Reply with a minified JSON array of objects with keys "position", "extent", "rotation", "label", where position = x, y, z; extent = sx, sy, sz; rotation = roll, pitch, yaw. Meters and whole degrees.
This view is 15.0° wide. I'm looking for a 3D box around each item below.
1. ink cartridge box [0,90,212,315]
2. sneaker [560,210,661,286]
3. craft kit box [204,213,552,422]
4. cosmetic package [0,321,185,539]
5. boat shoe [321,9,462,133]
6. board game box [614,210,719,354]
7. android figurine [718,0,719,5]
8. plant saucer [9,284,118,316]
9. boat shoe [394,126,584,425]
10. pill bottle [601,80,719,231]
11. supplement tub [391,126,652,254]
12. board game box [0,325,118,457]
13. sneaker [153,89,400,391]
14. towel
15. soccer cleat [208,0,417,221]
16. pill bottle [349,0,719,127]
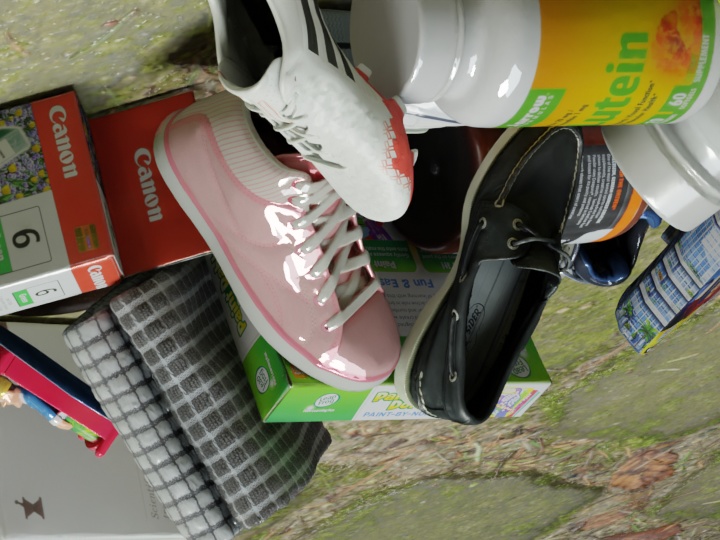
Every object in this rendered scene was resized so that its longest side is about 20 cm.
[{"position":[-0.185,-0.041,1.601],"extent":[0.198,0.110,0.050],"rotation":[-15,161,-1],"label":"ink cartridge box"},{"position":[0.150,-0.023,1.900],"extent":[0.076,0.086,0.200],"rotation":[2,153,-22],"label":"sneaker"},{"position":[0.000,0.000,1.703],"extent":[0.199,0.198,0.049],"rotation":[2,141,-35],"label":"craft kit box"},{"position":[-0.250,0.151,1.954],"extent":[0.164,0.166,0.200],"rotation":[3,153,-40],"label":"cosmetic package"},{"position":[0.021,-0.118,1.621],"extent":[0.198,0.074,0.067],"rotation":[7,155,-19],"label":"boat shoe"},{"position":[0.272,-0.058,1.853],"extent":[0.200,0.062,0.200],"rotation":[-35,167,-41],"label":"board game box"},{"position":[0.301,-0.170,1.539],"extent":[0.199,0.183,0.041],"rotation":[-21,-172,5],"label":"android figurine"},{"position":[-0.184,-0.016,1.766],"extent":[0.199,0.037,0.201],"rotation":[-13,159,-5],"label":"plant saucer"},{"position":[0.089,0.001,1.607],"extent":[0.074,0.066,0.200],"rotation":[28,93,-39],"label":"boat shoe"},{"position":[0.247,-0.118,1.646],"extent":[0.200,0.115,0.114],"rotation":[-39,151,20],"label":"pill bottle"},{"position":[0.115,-0.068,1.734],"extent":[0.199,0.108,0.107],"rotation":[-4,157,-38],"label":"supplement tub"},{"position":[-0.206,0.077,1.729],"extent":[0.039,0.199,0.158],"rotation":[-56,156,-2],"label":"board game box"},{"position":[-0.028,-0.023,1.571],"extent":[0.104,0.201,0.075],"rotation":[-28,-168,48],"label":"sneaker"},{"position":[-0.092,0.070,1.691],"extent":[0.085,0.166,0.200],"rotation":[-32,-176,14],"label":"towel"},{"position":[-0.034,-0.100,1.466],"extent":[0.068,0.201,0.085],"rotation":[-4,-147,37],"label":"soccer cleat"},{"position":[0.099,-0.137,1.555],"extent":[0.199,0.112,0.111],"rotation":[-3,156,-29],"label":"pill bottle"}]
